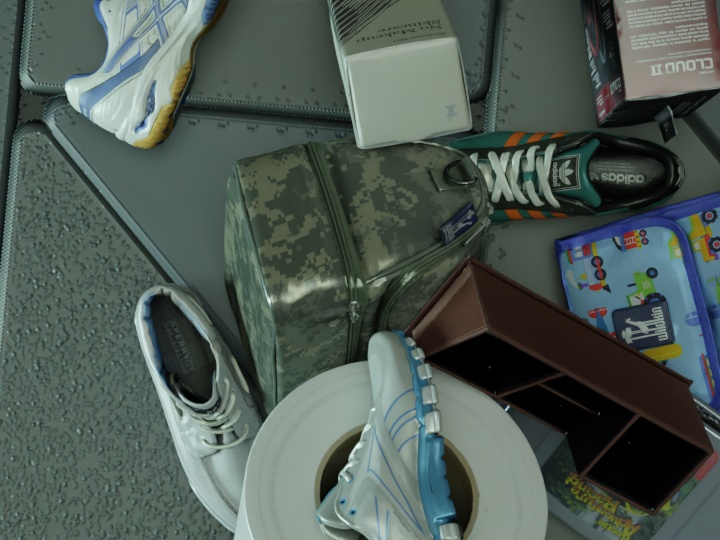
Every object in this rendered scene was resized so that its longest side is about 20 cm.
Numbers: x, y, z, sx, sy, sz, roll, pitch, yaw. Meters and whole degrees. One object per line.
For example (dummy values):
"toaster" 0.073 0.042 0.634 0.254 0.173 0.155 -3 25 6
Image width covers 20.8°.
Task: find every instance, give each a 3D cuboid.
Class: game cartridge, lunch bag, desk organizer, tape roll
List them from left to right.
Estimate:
"lunch bag" 0.000 0.000 1.356 0.167 0.200 0.140 -14 61 -11
"tape roll" 0.016 0.179 1.323 0.201 0.139 0.204 4 59 -6
"desk organizer" 0.133 0.079 1.296 0.199 0.077 0.072 28 116 -24
"game cartridge" 0.192 0.135 1.408 0.200 0.041 0.133 35 122 3
"lunch bag" 0.239 0.028 1.427 0.199 0.094 0.151 -16 92 12

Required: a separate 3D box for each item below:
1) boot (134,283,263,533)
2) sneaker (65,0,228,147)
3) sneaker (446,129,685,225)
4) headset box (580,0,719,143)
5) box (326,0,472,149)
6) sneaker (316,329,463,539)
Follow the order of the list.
"boot" -0.111 0.103 1.404 0.073 0.096 0.201 -27 88 -2
"sneaker" -0.146 -0.194 1.421 0.088 0.075 0.201 25 86 1
"sneaker" 0.135 -0.072 1.422 0.199 0.080 0.072 -4 87 -1
"headset box" 0.202 -0.192 1.396 0.075 0.149 0.201 -7 86 -1
"box" 0.023 -0.154 1.364 0.082 0.200 0.069 -11 114 -2
"sneaker" 0.013 0.129 1.232 0.086 0.075 0.201 -6 60 -5
